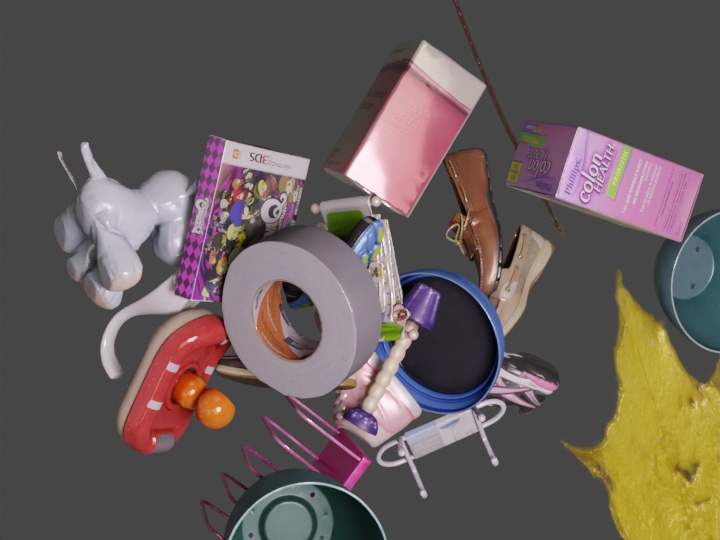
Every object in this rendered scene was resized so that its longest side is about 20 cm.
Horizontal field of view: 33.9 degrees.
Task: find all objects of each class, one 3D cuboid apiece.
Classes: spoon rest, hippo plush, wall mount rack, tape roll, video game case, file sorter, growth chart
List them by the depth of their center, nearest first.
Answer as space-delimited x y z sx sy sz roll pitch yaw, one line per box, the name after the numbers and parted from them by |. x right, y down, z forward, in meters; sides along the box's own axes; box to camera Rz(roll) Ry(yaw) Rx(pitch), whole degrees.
-0.074 0.051 1.447 0.066 0.197 0.204 -31 111 -54 | tape roll
-0.286 -0.066 1.486 0.159 0.158 0.204 -18 98 -37 | hippo plush
-0.148 -0.059 1.507 0.180 0.035 0.204 6 99 -57 | video game case
0.000 0.000 1.522 0.018 0.143 0.204 -13 88 -45 | growth chart
-0.265 0.050 1.525 0.200 0.099 0.061 -45 81 6 | spoon rest
-0.107 0.280 1.574 0.125 0.139 0.201 38 88 -16 | file sorter
0.115 0.235 1.617 0.197 0.075 0.175 -24 143 0 | wall mount rack

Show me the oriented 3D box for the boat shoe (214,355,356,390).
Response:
-0.097 0.122 1.563 0.196 0.073 0.066 3 77 15 | boat shoe

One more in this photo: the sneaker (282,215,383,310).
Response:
-0.045 -0.017 1.499 0.070 0.199 0.084 -24 83 -43 | sneaker

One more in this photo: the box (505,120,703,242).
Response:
0.328 -0.124 1.610 0.197 0.176 0.098 17 95 -17 | box

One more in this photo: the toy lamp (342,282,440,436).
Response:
0.043 0.112 1.531 0.058 0.058 0.202 29 86 -18 | toy lamp

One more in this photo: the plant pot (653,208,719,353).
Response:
0.500 0.004 1.700 0.196 0.135 0.204 -3 100 -15 | plant pot

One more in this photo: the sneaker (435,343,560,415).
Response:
0.179 0.151 1.668 0.197 0.081 0.087 25 114 -8 | sneaker

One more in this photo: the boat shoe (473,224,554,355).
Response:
0.199 0.026 1.639 0.065 0.072 0.202 35 67 -6 | boat shoe

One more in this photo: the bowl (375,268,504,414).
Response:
0.103 0.093 1.594 0.197 0.039 0.204 11 113 26 | bowl

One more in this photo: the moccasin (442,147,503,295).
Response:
0.149 -0.065 1.600 0.076 0.074 0.205 -9 81 0 | moccasin

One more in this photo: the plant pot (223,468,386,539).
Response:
-0.077 0.334 1.435 0.197 0.161 0.205 -1 96 -12 | plant pot

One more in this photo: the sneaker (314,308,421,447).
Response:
-0.017 0.149 1.590 0.104 0.075 0.201 -40 89 -7 | sneaker

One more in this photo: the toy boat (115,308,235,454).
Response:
-0.214 0.153 1.508 0.129 0.130 0.203 28 95 21 | toy boat

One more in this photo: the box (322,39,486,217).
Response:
0.055 -0.187 1.548 0.108 0.128 0.202 31 89 -17 | box
